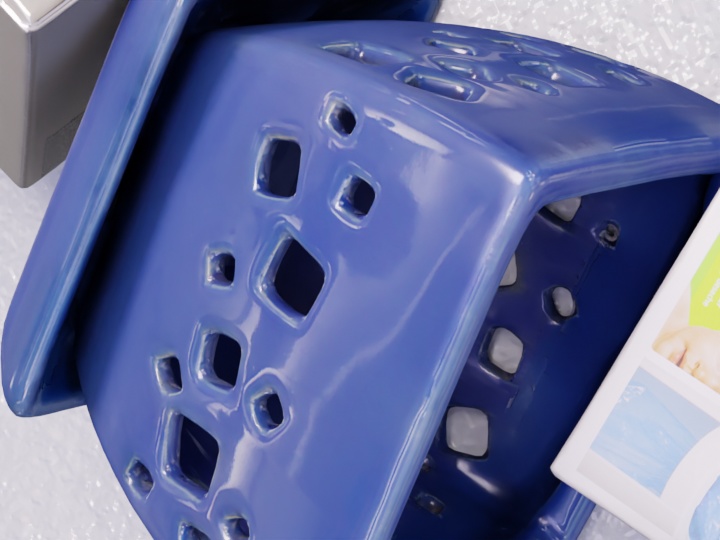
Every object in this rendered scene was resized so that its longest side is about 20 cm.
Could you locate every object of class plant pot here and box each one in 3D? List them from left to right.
[{"bbox_3d":[0.000,0.000,0.800,0.179,0.199,0.201,34,113,23],"label":"plant pot"}]

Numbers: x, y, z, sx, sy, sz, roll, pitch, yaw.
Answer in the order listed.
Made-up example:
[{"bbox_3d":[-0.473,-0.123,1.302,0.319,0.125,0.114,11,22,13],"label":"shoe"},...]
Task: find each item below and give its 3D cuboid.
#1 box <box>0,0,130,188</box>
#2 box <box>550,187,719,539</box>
[{"bbox_3d":[-0.113,-0.101,0.824,0.082,0.200,0.068,-41,86,-17],"label":"box"},{"bbox_3d":[0.168,0.008,0.753,0.112,0.101,0.201,33,103,16],"label":"box"}]
